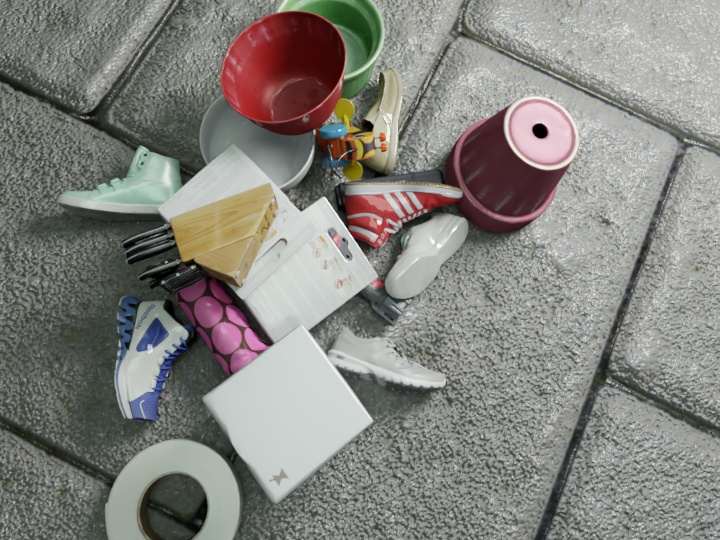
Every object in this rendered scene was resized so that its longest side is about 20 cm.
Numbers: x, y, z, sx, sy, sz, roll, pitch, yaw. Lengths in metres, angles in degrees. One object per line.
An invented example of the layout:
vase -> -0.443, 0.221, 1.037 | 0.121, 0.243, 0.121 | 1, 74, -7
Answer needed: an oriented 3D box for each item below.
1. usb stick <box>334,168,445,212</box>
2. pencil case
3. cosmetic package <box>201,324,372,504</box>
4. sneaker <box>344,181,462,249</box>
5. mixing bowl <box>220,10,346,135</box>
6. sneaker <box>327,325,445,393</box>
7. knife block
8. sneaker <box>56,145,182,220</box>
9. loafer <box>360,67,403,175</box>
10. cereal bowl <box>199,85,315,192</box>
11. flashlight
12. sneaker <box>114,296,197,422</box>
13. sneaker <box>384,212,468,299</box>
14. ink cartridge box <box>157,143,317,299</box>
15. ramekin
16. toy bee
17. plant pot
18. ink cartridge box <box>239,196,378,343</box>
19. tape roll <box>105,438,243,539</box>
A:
usb stick -> 0.054, -0.143, 1.002 | 0.197, 0.033, 0.056 | -9, 77, -6
pencil case -> -0.219, 0.075, 0.902 | 0.093, 0.091, 0.201 | -27, 76, -43
cosmetic package -> -0.100, 0.205, 0.818 | 0.166, 0.200, 0.168 | -36, 82, -12
sneaker -> 0.072, -0.092, 0.953 | 0.197, 0.071, 0.114 | 1, 98, 4
mixing bowl -> -0.109, -0.292, 0.894 | 0.198, 0.109, 0.203 | -3, 70, 9
sneaker -> 0.046, 0.143, 0.909 | 0.198, 0.075, 0.083 | 18, 68, -3
knife block -> -0.233, -0.056, 0.814 | 0.174, 0.064, 0.202 | 23, 75, 3
sneaker -> -0.400, -0.149, 0.950 | 0.198, 0.074, 0.120 | 0, 82, -14
loafer -> 0.036, -0.273, 1.012 | 0.067, 0.076, 0.203 | 5, 76, -9
cereal bowl -> -0.174, -0.214, 0.979 | 0.197, 0.083, 0.203 | 1, 75, -4
flashlight -> 0.000, 0.000, 0.949 | 0.199, 0.068, 0.068 | 38, 120, 2
sneaker -> -0.315, 0.131, 0.884 | 0.114, 0.081, 0.202 | -7, 75, -3
sneaker -> 0.094, -0.031, 0.953 | 0.088, 0.076, 0.200 | 27, 54, 33
ink cartridge box -> -0.190, -0.074, 0.877 | 0.162, 0.057, 0.200 | -44, 85, -12
ramekin -> -0.058, -0.409, 1.028 | 0.197, 0.098, 0.203 | 1, 76, -3
toy bee -> -0.012, -0.206, 0.947 | 0.107, 0.132, 0.201 | -11, 49, -6
plant pot -> 0.260, -0.187, 0.941 | 0.197, 0.179, 0.203 | 3, 74, -10
ink cartridge box -> -0.096, 0.004, 0.903 | 0.199, 0.047, 0.161 | -36, 95, -11
tape roll -> -0.279, 0.359, 0.852 | 0.200, 0.037, 0.205 | 1, 76, -4
